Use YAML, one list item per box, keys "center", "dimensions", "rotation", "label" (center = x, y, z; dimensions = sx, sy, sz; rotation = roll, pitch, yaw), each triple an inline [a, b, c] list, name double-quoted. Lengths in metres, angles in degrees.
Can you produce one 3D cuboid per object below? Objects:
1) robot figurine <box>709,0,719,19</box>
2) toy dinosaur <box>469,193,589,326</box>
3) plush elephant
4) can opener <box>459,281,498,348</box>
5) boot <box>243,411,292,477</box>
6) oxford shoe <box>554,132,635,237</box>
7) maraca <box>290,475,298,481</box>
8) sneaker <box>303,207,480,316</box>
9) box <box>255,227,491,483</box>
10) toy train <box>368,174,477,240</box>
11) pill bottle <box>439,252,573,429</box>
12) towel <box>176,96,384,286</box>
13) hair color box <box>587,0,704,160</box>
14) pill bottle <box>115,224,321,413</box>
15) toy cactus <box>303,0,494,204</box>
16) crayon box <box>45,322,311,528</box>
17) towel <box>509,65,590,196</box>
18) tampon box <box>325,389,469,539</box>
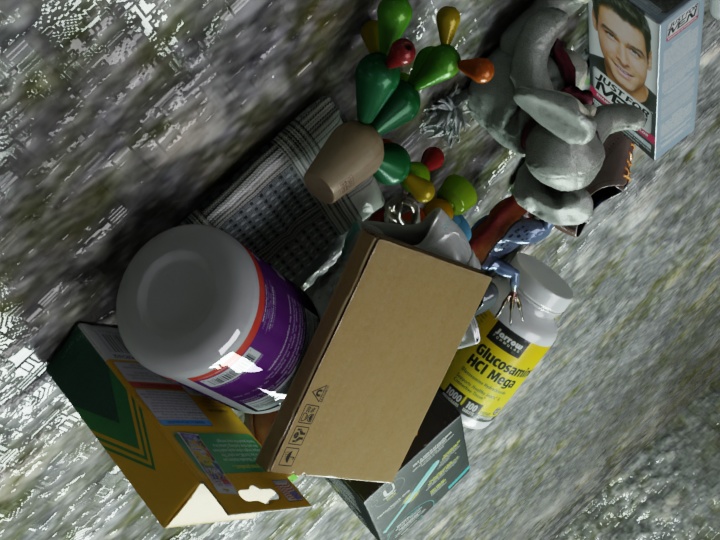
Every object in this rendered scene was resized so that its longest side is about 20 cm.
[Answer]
- center: [0.413, -0.328, 1.230]
  dimensions: [0.169, 0.113, 0.200]
  rotation: [-42, 156, 5]
  label: "robot figurine"
- center: [0.134, -0.046, 1.269]
  dimensions: [0.180, 0.105, 0.201]
  rotation: [-24, 132, -3]
  label: "toy dinosaur"
- center: [0.176, -0.140, 1.095]
  dimensions: [0.199, 0.155, 0.165]
  rotation: [-37, 154, -18]
  label: "plush elephant"
- center: [0.085, 0.058, 1.269]
  dimensions: [0.066, 0.053, 0.200]
  rotation: [-21, 177, -23]
  label: "can opener"
- center: [-0.023, 0.151, 1.121]
  dimensions: [0.153, 0.078, 0.200]
  rotation: [-4, -178, 6]
  label: "boot"
- center: [0.273, -0.124, 1.321]
  dimensions: [0.201, 0.073, 0.071]
  rotation: [-51, 152, 10]
  label: "oxford shoe"
- center: [-0.022, 0.153, 1.287]
  dimensions: [0.200, 0.107, 0.137]
  rotation: [-45, 163, -18]
  label: "maraca"
- center: [0.000, 0.000, 1.074]
  dimensions: [0.198, 0.076, 0.089]
  rotation: [-22, 121, 15]
  label: "sneaker"
- center: [0.015, 0.077, 0.991]
  dimensions: [0.163, 0.021, 0.202]
  rotation: [17, 101, -50]
  label: "box"
- center: [0.068, -0.049, 1.152]
  dimensions: [0.116, 0.084, 0.201]
  rotation: [-45, 163, -27]
  label: "toy train"
- center: [0.164, 0.083, 1.473]
  dimensions: [0.112, 0.112, 0.201]
  rotation: [-1, 130, -57]
  label: "pill bottle"
- center: [-0.069, -0.031, 1.025]
  dimensions: [0.192, 0.035, 0.200]
  rotation: [-43, 156, -6]
  label: "towel"
- center: [0.273, -0.210, 1.185]
  dimensions: [0.060, 0.099, 0.201]
  rotation: [-36, 148, -12]
  label: "hair color box"
- center: [-0.097, 0.046, 0.950]
  dimensions: [0.112, 0.112, 0.200]
  rotation: [-45, 154, 1]
  label: "pill bottle"
- center: [0.025, -0.110, 0.957]
  dimensions: [0.165, 0.102, 0.201]
  rotation: [-48, 160, -26]
  label: "toy cactus"
- center: [-0.142, 0.131, 0.959]
  dimensions: [0.052, 0.200, 0.125]
  rotation: [-50, 155, 12]
  label: "crayon box"
- center: [0.249, -0.158, 1.344]
  dimensions: [0.152, 0.023, 0.201]
  rotation: [-4, 133, -54]
  label: "towel"
- center: [0.032, 0.209, 1.442]
  dimensions: [0.150, 0.126, 0.201]
  rotation: [-40, 154, -12]
  label: "tampon box"
